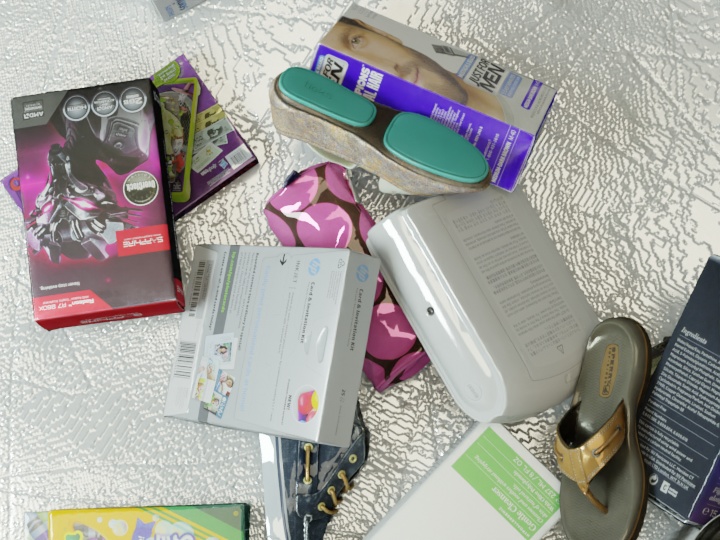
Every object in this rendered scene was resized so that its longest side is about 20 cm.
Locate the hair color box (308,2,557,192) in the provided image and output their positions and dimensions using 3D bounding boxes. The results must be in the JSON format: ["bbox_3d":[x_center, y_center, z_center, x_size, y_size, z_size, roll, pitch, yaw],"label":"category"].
[{"bbox_3d":[0.060,-0.151,1.400,0.200,0.109,0.065,22,122,5],"label":"hair color box"}]

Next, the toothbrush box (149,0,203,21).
[{"bbox_3d":[-0.127,-0.337,1.447,0.200,0.085,0.147,-29,83,-2],"label":"toothbrush box"}]

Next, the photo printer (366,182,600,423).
[{"bbox_3d":[0.113,0.026,1.362,0.166,0.069,0.200,-23,80,-46],"label":"photo printer"}]

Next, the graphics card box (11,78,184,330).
[{"bbox_3d":[-0.225,-0.057,1.398,0.125,0.051,0.200,-8,80,2],"label":"graphics card box"}]

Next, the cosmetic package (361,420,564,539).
[{"bbox_3d":[0.074,0.227,1.368,0.108,0.085,0.200,43,85,3],"label":"cosmetic package"}]

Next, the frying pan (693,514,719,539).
[{"bbox_3d":[0.300,0.274,1.245,0.115,0.031,0.190,7,89,8],"label":"frying pan"}]

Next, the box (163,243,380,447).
[{"bbox_3d":[-0.077,0.058,1.356,0.200,0.041,0.156,2,79,47],"label":"box"}]

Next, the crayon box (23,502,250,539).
[{"bbox_3d":[-0.195,0.265,1.389,0.200,0.052,0.126,-2,82,2],"label":"crayon box"}]

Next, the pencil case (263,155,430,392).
[{"bbox_3d":[0.000,0.000,1.396,0.094,0.091,0.200,-35,86,18],"label":"pencil case"}]

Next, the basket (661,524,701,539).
[{"bbox_3d":[0.283,0.323,1.326,0.123,0.136,0.200,-35,82,1],"label":"basket"}]

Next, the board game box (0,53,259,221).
[{"bbox_3d":[-0.205,-0.088,1.447,0.200,0.032,0.120,-35,86,-3],"label":"board game box"}]

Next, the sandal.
[{"bbox_3d":[0.190,0.130,1.298,0.082,0.055,0.200,-2,73,46],"label":"sandal"}]

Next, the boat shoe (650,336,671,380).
[{"bbox_3d":[0.279,0.081,1.388,0.200,0.065,0.073,-21,117,-18],"label":"boat shoe"}]

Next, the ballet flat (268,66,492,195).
[{"bbox_3d":[0.014,-0.103,1.347,0.200,0.067,0.068,29,49,9],"label":"ballet flat"}]

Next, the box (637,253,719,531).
[{"bbox_3d":[0.319,0.109,1.315,0.148,0.104,0.200,18,99,-35],"label":"box"}]

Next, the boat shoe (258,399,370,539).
[{"bbox_3d":[-0.034,0.185,1.383,0.091,0.071,0.201,-8,80,5],"label":"boat shoe"}]
